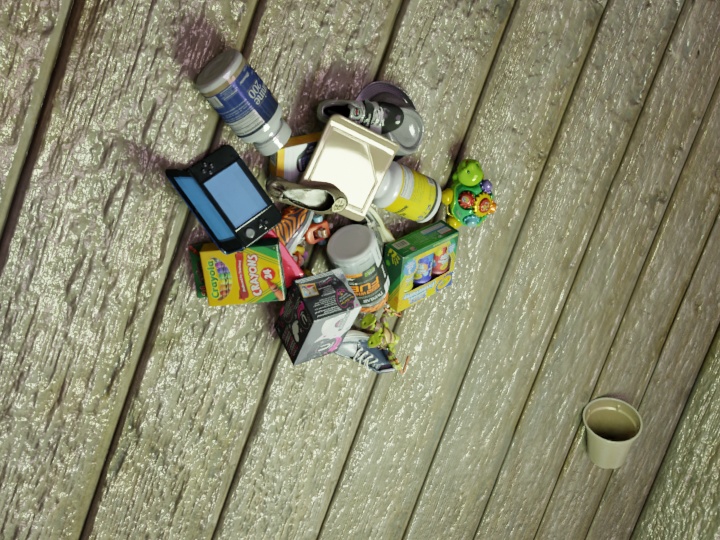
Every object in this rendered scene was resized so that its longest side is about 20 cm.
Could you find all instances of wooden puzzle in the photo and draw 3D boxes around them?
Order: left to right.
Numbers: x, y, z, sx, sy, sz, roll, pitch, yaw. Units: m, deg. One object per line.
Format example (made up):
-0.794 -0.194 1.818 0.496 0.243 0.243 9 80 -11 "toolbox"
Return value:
-0.031 -0.224 1.602 0.183 0.037 0.202 19 109 -31 "wooden puzzle"

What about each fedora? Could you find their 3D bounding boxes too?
0.077 -0.337 1.694 0.199 0.090 0.179 37 84 -38 "fedora"

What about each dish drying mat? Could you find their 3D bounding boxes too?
-0.205 -0.048 1.563 0.076 0.018 0.202 -33 109 3 "dish drying mat"

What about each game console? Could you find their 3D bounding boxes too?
-0.266 -0.146 1.449 0.170 0.118 0.201 -37 91 -19 "game console"

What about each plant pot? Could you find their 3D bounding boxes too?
0.868 0.583 2.550 0.198 0.200 0.186 -26 132 -25 "plant pot"

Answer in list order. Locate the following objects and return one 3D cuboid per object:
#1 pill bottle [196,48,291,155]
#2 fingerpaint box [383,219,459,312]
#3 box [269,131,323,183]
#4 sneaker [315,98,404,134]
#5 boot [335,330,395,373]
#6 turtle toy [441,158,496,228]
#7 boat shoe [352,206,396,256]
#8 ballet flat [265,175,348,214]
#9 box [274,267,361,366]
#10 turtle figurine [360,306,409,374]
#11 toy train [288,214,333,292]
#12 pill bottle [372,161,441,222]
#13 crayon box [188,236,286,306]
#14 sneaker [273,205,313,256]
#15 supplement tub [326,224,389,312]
-0.228 -0.332 1.465 0.111 0.110 0.200 -49 127 -10 "pill bottle"
0.151 -0.012 1.842 0.198 0.073 0.169 -24 134 -33 "fingerpaint box"
-0.107 -0.241 1.612 0.197 0.041 0.121 -19 134 -31 "box"
0.000 -0.334 1.585 0.195 0.089 0.076 2 102 -3 "sneaker"
0.010 0.209 1.834 0.197 0.091 0.073 5 131 -36 "boot"
0.287 -0.198 1.888 0.145 0.101 0.203 -34 123 -20 "turtle toy"
0.019 -0.101 1.751 0.065 0.073 0.200 -53 128 -13 "boat shoe"
-0.110 -0.155 1.553 0.197 0.047 0.068 13 116 -32 "ballet flat"
-0.098 0.108 1.658 0.130 0.116 0.201 -15 152 -30 "box"
0.057 0.155 1.822 0.161 0.063 0.204 28 52 -58 "turtle figurine"
-0.109 -0.018 1.700 0.148 0.055 0.204 -21 117 -28 "toy train"
0.090 -0.194 1.742 0.198 0.112 0.114 17 97 -37 "pill bottle"
-0.262 0.005 1.544 0.195 0.051 0.129 -6 113 1 "crayon box"
-0.180 -0.105 1.606 0.111 0.077 0.203 31 75 -25 "sneaker"
0.000 0.000 1.728 0.122 0.122 0.202 -39 138 -17 "supplement tub"
